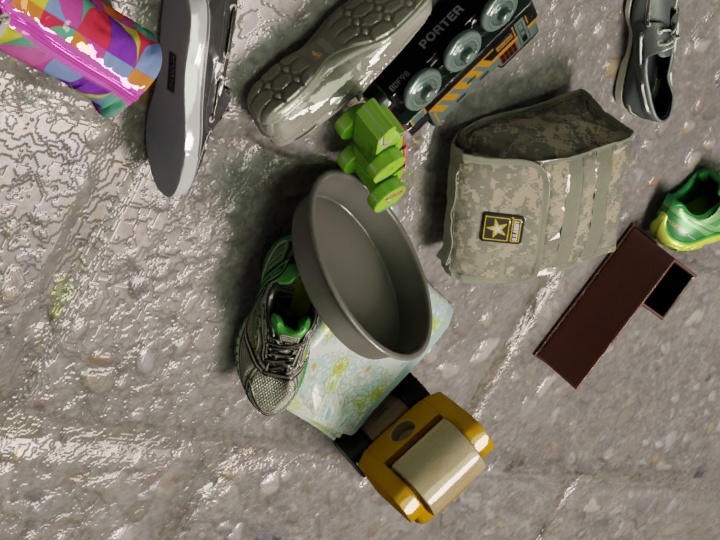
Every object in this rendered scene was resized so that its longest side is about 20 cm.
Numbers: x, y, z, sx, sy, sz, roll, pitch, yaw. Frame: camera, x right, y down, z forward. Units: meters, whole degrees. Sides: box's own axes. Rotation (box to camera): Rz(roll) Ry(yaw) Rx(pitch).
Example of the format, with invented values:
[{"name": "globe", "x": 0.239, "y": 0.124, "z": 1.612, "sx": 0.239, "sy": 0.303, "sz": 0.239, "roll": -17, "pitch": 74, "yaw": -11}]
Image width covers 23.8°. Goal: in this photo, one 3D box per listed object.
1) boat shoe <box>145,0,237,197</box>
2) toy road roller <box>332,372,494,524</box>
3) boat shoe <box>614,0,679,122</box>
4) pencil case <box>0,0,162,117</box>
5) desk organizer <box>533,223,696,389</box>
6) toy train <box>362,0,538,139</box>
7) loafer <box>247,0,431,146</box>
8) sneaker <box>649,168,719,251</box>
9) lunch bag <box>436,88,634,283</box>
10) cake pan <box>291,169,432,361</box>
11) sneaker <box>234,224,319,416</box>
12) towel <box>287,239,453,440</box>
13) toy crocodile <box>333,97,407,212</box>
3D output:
[{"name": "boat shoe", "x": -0.141, "y": -0.159, "z": 1.486, "sx": 0.066, "sy": 0.070, "sz": 0.202, "roll": -12, "pitch": 122, "yaw": -34}, {"name": "toy road roller", "x": 0.075, "y": 0.219, "z": 1.895, "sx": 0.123, "sy": 0.200, "sz": 0.147, "roll": -41, "pitch": 119, "yaw": -9}, {"name": "boat shoe", "x": 0.324, "y": -0.251, "z": 1.843, "sx": 0.072, "sy": 0.062, "sz": 0.202, "roll": -20, "pitch": 133, "yaw": -30}, {"name": "pencil case", "x": -0.243, "y": -0.191, "z": 1.344, "sx": 0.089, "sy": 0.088, "sz": 0.199, "roll": -54, "pitch": 142, "yaw": 7}, {"name": "desk organizer", "x": 0.309, "y": 0.054, "z": 2.070, "sx": 0.201, "sy": 0.077, "sz": 0.072, "roll": -53, "pitch": 141, "yaw": 6}, {"name": "toy train", "x": 0.088, "y": -0.211, "z": 1.645, "sx": 0.200, "sy": 0.085, "sz": 0.114, "roll": -45, "pitch": 151, "yaw": -3}, {"name": "loafer", "x": -0.015, "y": -0.191, "z": 1.575, "sx": 0.199, "sy": 0.070, "sz": 0.070, "roll": -36, "pitch": 145, "yaw": -3}, {"name": "sneaker", "x": 0.442, "y": -0.083, "z": 2.084, "sx": 0.198, "sy": 0.074, "sz": 0.084, "roll": -20, "pitch": 138, "yaw": -30}, {"name": "lunch bag", "x": 0.176, "y": -0.080, "z": 1.807, "sx": 0.198, "sy": 0.118, "sz": 0.165, "roll": -18, "pitch": 133, "yaw": -24}, {"name": "cake pan", "x": 0.000, "y": 0.000, "z": 1.663, "sx": 0.036, "sy": 0.202, "sz": 0.200, "roll": -26, "pitch": 150, "yaw": 27}, {"name": "sneaker", "x": -0.082, "y": 0.060, "z": 1.688, "sx": 0.077, "sy": 0.085, "sz": 0.202, "roll": 6, "pitch": 120, "yaw": -7}, {"name": "towel", "x": -0.006, "y": 0.079, "z": 1.820, "sx": 0.201, "sy": 0.048, "sz": 0.171, "roll": -51, "pitch": 142, "yaw": 2}, {"name": "toy crocodile", "x": 0.018, "y": -0.113, "z": 1.620, "sx": 0.061, "sy": 0.068, "sz": 0.200, "roll": -35, "pitch": 164, "yaw": -10}]
